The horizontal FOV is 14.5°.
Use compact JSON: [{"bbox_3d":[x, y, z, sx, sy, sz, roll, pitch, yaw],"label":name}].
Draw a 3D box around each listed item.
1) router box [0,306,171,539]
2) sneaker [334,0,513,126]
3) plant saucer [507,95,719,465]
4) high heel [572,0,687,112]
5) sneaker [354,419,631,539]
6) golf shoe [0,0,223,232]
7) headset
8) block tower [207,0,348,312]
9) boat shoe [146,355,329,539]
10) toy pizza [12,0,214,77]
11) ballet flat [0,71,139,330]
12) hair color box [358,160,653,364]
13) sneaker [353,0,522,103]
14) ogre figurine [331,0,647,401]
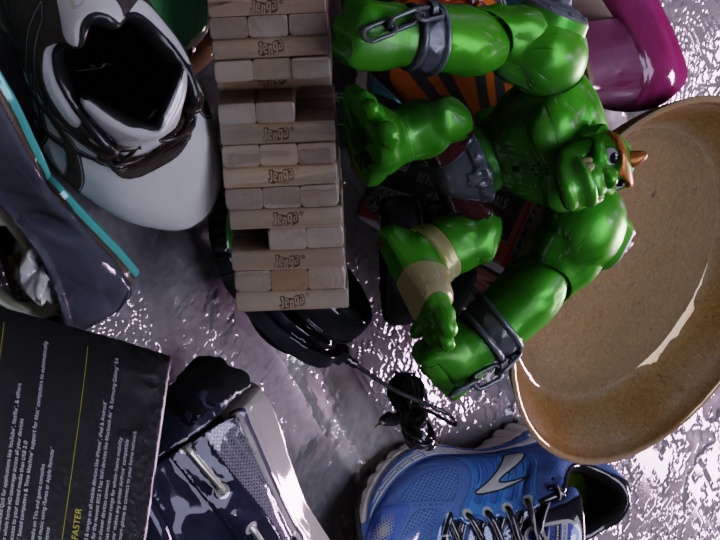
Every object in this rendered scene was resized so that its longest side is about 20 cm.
[{"bbox_3d":[-0.164,0.116,1.194,0.149,0.051,0.201,18,71,-34],"label":"router box"},{"bbox_3d":[0.023,-0.140,1.289,0.077,0.112,0.201,-26,112,0],"label":"sneaker"},{"bbox_3d":[0.137,0.000,1.428,0.200,0.035,0.201,-24,128,-34],"label":"plant saucer"},{"bbox_3d":[0.100,-0.172,1.396,0.096,0.067,0.201,-10,85,-50],"label":"high heel"},{"bbox_3d":[0.073,0.131,1.523,0.200,0.089,0.079,-19,116,-45],"label":"sneaker"},{"bbox_3d":[-0.104,-0.068,1.220,0.078,0.095,0.200,-32,138,-2],"label":"golf shoe"},{"bbox_3d":[0.000,0.000,1.385,0.123,0.094,0.201,-19,115,5],"label":"headset"},{"bbox_3d":[-0.038,-0.084,1.275,0.054,0.058,0.201,-93,180,-67],"label":"block tower"},{"bbox_3d":[-0.068,0.143,1.385,0.093,0.075,0.201,-39,123,-26],"label":"boat shoe"},{"bbox_3d":[-0.090,-0.172,1.267,0.200,0.032,0.201,-21,118,-45],"label":"toy pizza"},{"bbox_3d":[-0.158,-0.033,1.209,0.073,0.073,0.200,-56,144,-20],"label":"ballet flat"},{"bbox_3d":[0.098,-0.006,1.495,0.200,0.101,0.061,34,79,-49],"label":"hair color box"},{"bbox_3d":[0.069,-0.129,1.434,0.200,0.079,0.078,-42,132,-32],"label":"sneaker"},{"bbox_3d":[0.060,-0.048,1.286,0.120,0.098,0.201,-25,102,-15],"label":"ogre figurine"}]
